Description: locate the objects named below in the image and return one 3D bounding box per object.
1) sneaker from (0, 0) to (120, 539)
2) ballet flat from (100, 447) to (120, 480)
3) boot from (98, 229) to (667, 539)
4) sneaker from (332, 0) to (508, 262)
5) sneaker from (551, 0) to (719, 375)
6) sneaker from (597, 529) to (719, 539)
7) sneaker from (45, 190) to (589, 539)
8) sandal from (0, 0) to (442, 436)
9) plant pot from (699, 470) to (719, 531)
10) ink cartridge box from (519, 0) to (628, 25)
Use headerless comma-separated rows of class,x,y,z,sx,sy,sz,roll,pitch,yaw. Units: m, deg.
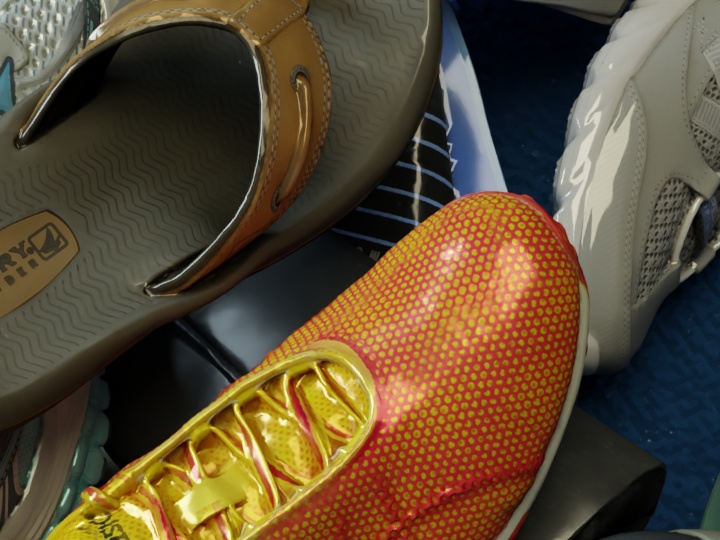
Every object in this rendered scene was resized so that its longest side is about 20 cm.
sneaker,-0.105,-0.024,0.726,0.077,0.086,0.201,-11,74,27
ballet flat,-0.051,0.088,0.778,0.200,0.067,0.070,31,69,17
boot,0.000,0.001,0.751,0.200,0.066,0.165,41,96,32
sneaker,0.000,-0.017,0.833,0.078,0.070,0.200,-12,62,-7
sneaker,0.115,-0.049,0.843,0.082,0.075,0.200,25,65,15
sneaker,0.025,0.154,0.681,0.106,0.201,0.075,3,13,-32
sneaker,-0.024,0.061,0.672,0.200,0.077,0.073,-48,61,6
sandal,-0.048,-0.035,0.689,0.200,0.055,0.082,-37,79,-32
plant pot,0.172,0.128,0.687,0.160,0.201,0.201,8,62,-9
ink cartridge box,0.031,-0.201,0.851,0.200,0.084,0.176,43,112,33
